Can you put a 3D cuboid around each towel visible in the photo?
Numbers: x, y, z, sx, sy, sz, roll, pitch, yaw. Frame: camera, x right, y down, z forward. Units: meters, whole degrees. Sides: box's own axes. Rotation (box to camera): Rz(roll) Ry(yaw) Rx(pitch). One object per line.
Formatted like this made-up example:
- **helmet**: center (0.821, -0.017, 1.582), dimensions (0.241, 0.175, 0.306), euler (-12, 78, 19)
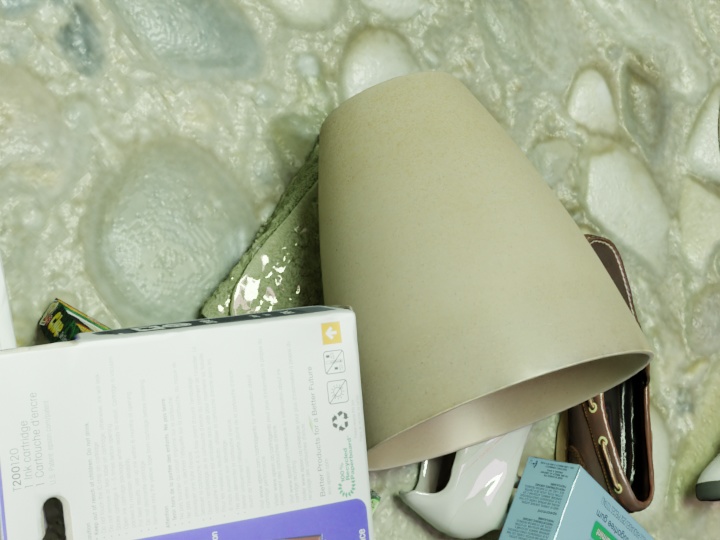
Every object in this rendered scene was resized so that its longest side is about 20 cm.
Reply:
- **towel**: center (0.000, 0.000, 0.901), dimensions (0.148, 0.036, 0.201), euler (43, 63, -20)

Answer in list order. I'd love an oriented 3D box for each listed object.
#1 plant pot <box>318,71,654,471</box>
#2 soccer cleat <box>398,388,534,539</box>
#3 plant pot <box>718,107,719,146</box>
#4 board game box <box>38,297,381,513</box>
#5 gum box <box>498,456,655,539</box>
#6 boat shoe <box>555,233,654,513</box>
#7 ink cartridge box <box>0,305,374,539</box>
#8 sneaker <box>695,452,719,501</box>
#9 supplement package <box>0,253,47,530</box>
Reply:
- **plant pot**: center (0.051, -0.008, 0.823), dimensions (0.186, 0.187, 0.202), euler (-10, 73, -32)
- **soccer cleat**: center (0.088, 0.079, 0.927), dimensions (0.077, 0.069, 0.202), euler (27, 72, -22)
- **plant pot**: center (0.379, -0.104, 1.156), dimensions (0.198, 0.027, 0.202), euler (6, 78, -31)
- **board game box**: center (-0.087, 0.080, 0.796), dimensions (0.199, 0.105, 0.024), euler (32, 85, -24)
- **gum box**: center (0.133, 0.252, 0.909), dimensions (0.170, 0.044, 0.201), euler (44, 62, -40)
- **boat shoe**: center (0.177, 0.071, 0.980), dimensions (0.070, 0.070, 0.202), euler (0, 81, -30)
- **ink cartridge box**: center (-0.087, 0.125, 0.695), dimensions (0.198, 0.043, 0.200), euler (-5, 90, -30)
- **sneaker**: center (0.318, 0.106, 1.063), dimensions (0.200, 0.067, 0.109), euler (-10, 87, -36)
- **supplement package**: center (-0.244, 0.044, 0.697), dimensions (0.116, 0.117, 0.202), euler (-9, 87, -32)
